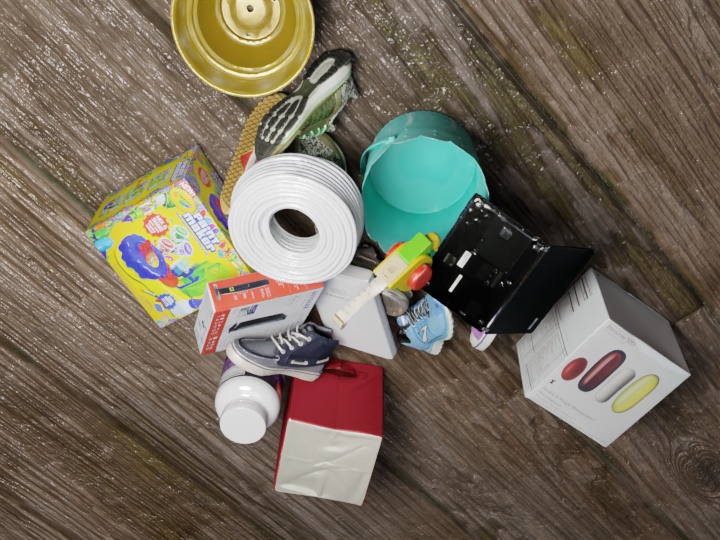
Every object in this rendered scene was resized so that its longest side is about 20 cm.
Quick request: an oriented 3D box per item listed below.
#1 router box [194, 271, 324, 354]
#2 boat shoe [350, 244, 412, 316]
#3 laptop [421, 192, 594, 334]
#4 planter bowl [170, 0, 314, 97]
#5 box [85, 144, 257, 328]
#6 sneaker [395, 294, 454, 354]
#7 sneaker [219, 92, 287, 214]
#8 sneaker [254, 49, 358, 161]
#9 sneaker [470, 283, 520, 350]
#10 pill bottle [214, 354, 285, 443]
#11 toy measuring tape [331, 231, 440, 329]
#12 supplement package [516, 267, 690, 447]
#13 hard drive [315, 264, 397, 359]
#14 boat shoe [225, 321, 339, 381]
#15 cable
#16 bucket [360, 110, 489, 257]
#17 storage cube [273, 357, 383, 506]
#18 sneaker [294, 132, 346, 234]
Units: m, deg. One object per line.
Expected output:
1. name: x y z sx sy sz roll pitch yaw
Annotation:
1. router box: -0.167 0.061 1.335 0.176 0.050 0.200 -13 160 -22
2. boat shoe: 0.000 0.000 1.377 0.197 0.074 0.075 30 149 6
3. laptop: 0.216 -0.004 1.250 0.198 0.103 0.179 35 120 5
4. planter bowl: -0.158 -0.352 1.155 0.195 0.084 0.204 1 122 1
5. box: -0.288 -0.053 1.325 0.190 0.123 0.202 -25 118 16
6. sneaker: 0.104 0.085 1.379 0.088 0.080 0.201 4 150 -6
7. sneaker: -0.140 -0.168 1.274 0.089 0.075 0.203 18 107 -36
8. sneaker: -0.069 -0.219 1.208 0.200 0.077 0.089 -47 132 -7
9. sneaker: 0.189 0.034 1.347 0.112 0.073 0.203 20 126 4
10. pill bottle: -0.186 0.196 1.428 0.110 0.202 0.115 1 123 1
11. toy measuring tape: 0.043 0.020 1.205 0.200 0.073 0.074 -43 116 -8
12. supplement package: 0.402 0.148 1.408 0.189 0.148 0.201 31 119 -16
13. hard drive: -0.017 0.062 1.380 0.130 0.027 0.202 15 143 28
14. boat shoe: -0.124 0.121 1.381 0.198 0.075 0.093 15 118 -47
15. cable: -0.093 -0.072 1.197 0.196 0.070 0.202 20 130 -4
16. bucket: 0.093 -0.130 1.253 0.202 0.136 0.211 1 121 2
17. storage cube: -0.054 0.283 1.490 0.167 0.181 0.203 11 121 -5
18. sneaker: -0.053 -0.117 1.278 0.075 0.089 0.204 -14 109 8
